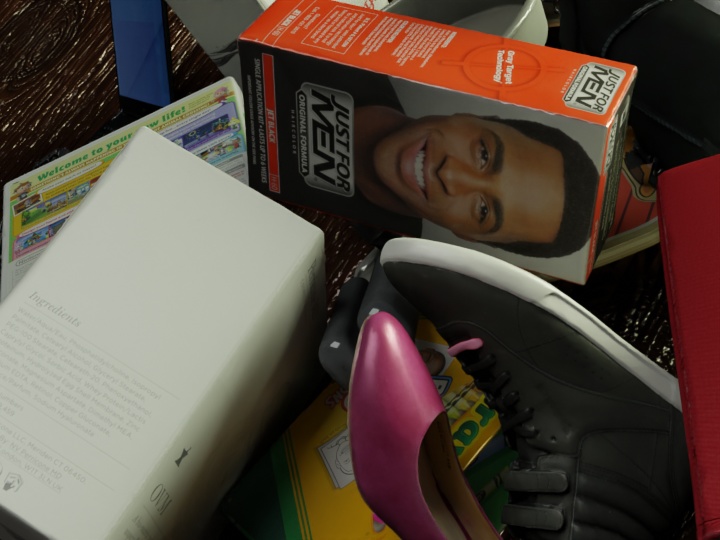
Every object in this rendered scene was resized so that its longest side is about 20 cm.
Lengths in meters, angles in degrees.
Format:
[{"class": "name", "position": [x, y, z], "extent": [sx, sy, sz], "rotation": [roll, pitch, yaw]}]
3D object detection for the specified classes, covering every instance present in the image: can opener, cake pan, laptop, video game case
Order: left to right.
[{"class": "laptop", "position": [-0.229, -0.140, 1.022], "extent": [0.200, 0.103, 0.177], "rotation": [-45, 25, -10]}, {"class": "video game case", "position": [-0.164, -0.044, 0.868], "extent": [0.199, 0.022, 0.183], "rotation": [-25, 41, 6]}, {"class": "can opener", "position": [0.000, 0.000, 0.682], "extent": [0.053, 0.067, 0.200], "rotation": [-39, 8, 14]}, {"class": "cake pan", "position": [0.037, -0.129, 0.789], "extent": [0.199, 0.037, 0.201], "rotation": [-29, 28, 17]}]

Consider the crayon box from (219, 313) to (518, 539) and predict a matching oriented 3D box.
[{"class": "crayon box", "position": [0.033, 0.096, 0.668], "extent": [0.200, 0.058, 0.118], "rotation": [-47, 40, -13]}]

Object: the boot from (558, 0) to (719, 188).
[{"class": "boot", "position": [0.162, -0.127, 0.625], "extent": [0.073, 0.199, 0.163], "rotation": [-24, 44, -11]}]

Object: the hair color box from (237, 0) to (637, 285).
[{"class": "hair color box", "position": [0.037, -0.073, 0.648], "extent": [0.198, 0.102, 0.061], "rotation": [15, 42, 19]}]

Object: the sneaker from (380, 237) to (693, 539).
[{"class": "sneaker", "position": [0.079, 0.069, 0.578], "extent": [0.100, 0.199, 0.071], "rotation": [-58, 8, -15]}]

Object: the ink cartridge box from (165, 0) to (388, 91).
[{"class": "ink cartridge box", "position": [-0.073, -0.233, 0.953], "extent": [0.083, 0.200, 0.145], "rotation": [-8, 47, 35]}]

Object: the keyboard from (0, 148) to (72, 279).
[{"class": "keyboard", "position": [-0.285, 0.000, 0.981], "extent": [0.127, 0.020, 0.202], "rotation": [-28, 43, 52]}]

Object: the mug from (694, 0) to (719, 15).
[{"class": "mug", "position": [0.283, -0.155, 0.680], "extent": [0.199, 0.149, 0.175], "rotation": [-25, 22, -31]}]

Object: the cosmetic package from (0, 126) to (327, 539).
[{"class": "cosmetic package", "position": [-0.116, 0.069, 0.672], "extent": [0.122, 0.200, 0.201], "rotation": [28, 68, 12]}]

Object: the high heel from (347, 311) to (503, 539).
[{"class": "high heel", "position": [0.055, 0.113, 0.551], "extent": [0.095, 0.067, 0.202], "rotation": [-10, 91, 28]}]

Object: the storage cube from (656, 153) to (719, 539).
[{"class": "storage cube", "position": [0.227, 0.053, 0.481], "extent": [0.198, 0.171, 0.181], "rotation": [-16, 43, 23]}]

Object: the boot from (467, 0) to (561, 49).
[{"class": "boot", "position": [0.130, -0.170, 0.842], "extent": [0.199, 0.075, 0.098], "rotation": [-7, 51, 34]}]

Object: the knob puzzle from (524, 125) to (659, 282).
[{"class": "knob puzzle", "position": [0.122, -0.064, 0.728], "extent": [0.218, 0.031, 0.220], "rotation": [-13, 35, 9]}]
